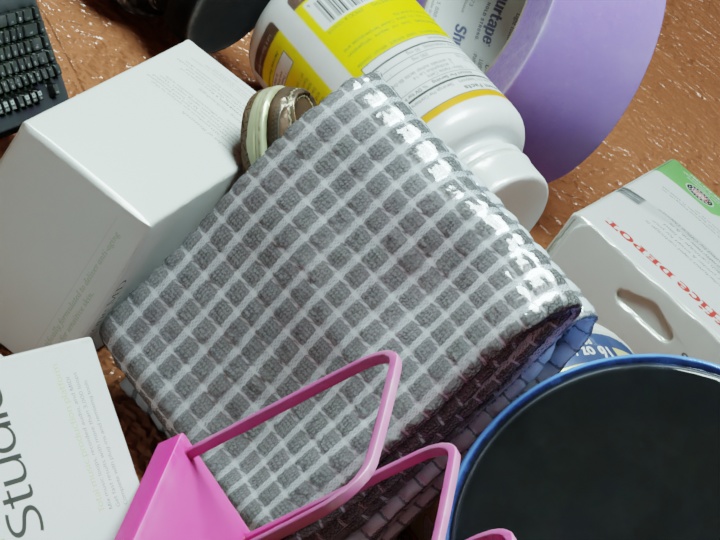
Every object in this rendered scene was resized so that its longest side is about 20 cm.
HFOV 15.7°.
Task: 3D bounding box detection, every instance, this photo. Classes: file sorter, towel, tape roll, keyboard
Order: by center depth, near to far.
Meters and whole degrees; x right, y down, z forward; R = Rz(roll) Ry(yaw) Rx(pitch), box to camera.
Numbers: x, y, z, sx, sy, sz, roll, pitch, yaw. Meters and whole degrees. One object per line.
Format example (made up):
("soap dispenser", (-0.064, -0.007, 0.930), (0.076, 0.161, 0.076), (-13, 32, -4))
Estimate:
("file sorter", (0.007, 0.155, 1.038), (0.201, 0.125, 0.139), (58, 20, -16))
("towel", (-0.012, 0.029, 1.228), (0.166, 0.200, 0.086), (48, 5, 22))
("keyboard", (-0.194, -0.076, 1.325), (0.200, 0.020, 0.128), (-34, 113, -68))
("tape roll", (0.108, -0.163, 1.716), (0.085, 0.200, 0.200), (21, 29, -28))

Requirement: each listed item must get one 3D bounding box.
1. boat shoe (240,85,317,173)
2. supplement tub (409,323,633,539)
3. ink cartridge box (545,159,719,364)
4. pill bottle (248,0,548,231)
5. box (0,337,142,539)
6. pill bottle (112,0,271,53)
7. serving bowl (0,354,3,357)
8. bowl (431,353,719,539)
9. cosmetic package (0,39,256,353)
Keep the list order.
("boat shoe", (0.002, -0.002, 1.328), (0.075, 0.074, 0.203), (-47, 122, -63))
("supplement tub", (0.116, 0.137, 1.270), (0.144, 0.145, 0.200), (9, 35, -43))
("ink cartridge box", (0.198, 0.020, 1.645), (0.146, 0.084, 0.200), (42, 26, 12))
("pill bottle", (0.026, -0.095, 1.602), (0.109, 0.109, 0.200), (0, 42, -51))
("box", (-0.159, 0.113, 0.999), (0.199, 0.036, 0.145), (-15, 84, -49))
("pill bottle", (-0.139, -0.231, 1.630), (0.200, 0.112, 0.112), (45, 27, 20))
("serving bowl", (-0.194, 0.071, 1.092), (0.199, 0.066, 0.200), (29, 26, -16))
("bowl", (0.128, 0.130, 1.160), (0.201, 0.200, 0.039), (47, -10, 23))
("cosmetic package", (-0.121, -0.035, 1.319), (0.085, 0.108, 0.200), (38, 27, 5))
